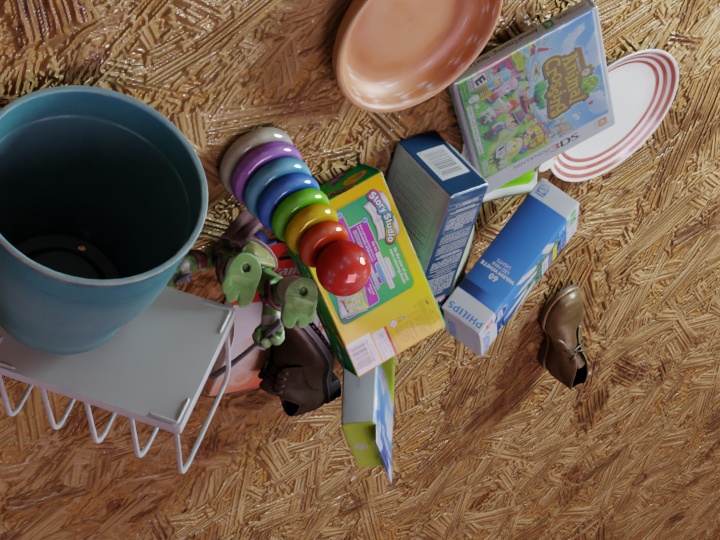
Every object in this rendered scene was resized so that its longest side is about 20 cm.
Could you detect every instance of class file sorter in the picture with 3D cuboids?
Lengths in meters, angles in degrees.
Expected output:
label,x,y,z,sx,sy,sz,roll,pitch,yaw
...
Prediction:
label,x,y,z,sx,sy,sz,roll,pitch,yaw
file sorter,-0.236,0.094,1.515,0.125,0.199,0.139,93,17,-56

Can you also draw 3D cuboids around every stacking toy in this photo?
label,x,y,z,sx,sy,sz,roll,pitch,yaw
stacking toy,-0.059,-0.050,1.544,0.085,0.200,0.086,-26,146,-19

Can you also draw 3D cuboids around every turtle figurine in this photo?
label,x,y,z,sx,sy,sz,roll,pitch,yaw
turtle figurine,-0.133,0.039,1.584,0.200,0.194,0.144,-37,106,-16

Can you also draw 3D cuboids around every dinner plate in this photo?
label,x,y,z,sx,sy,sz,roll,pitch,yaw
dinner plate,0.304,-0.192,1.905,0.200,0.024,0.201,-27,148,-19

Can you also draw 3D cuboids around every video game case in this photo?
label,x,y,z,sx,sy,sz,roll,pitch,yaw
video game case,0.195,-0.190,1.749,0.181,0.022,0.200,-29,142,-5

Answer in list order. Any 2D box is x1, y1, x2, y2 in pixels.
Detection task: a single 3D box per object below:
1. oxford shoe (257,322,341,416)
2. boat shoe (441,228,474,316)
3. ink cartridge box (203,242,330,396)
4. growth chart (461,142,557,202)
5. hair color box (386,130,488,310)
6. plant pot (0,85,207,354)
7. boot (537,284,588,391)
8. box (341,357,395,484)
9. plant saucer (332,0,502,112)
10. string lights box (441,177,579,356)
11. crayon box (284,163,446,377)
label,x,y,z,sx,sy,sz,roll,pitch,yaw
oxford shoe,-0.076,0.106,1.768,0.084,0.073,0.200,-32,142,-16
boat shoe,0.099,-0.003,1.877,0.202,0.063,0.074,94,19,-58
ink cartridge box,-0.086,0.052,1.792,0.162,0.050,0.200,-7,140,-41
growth chart,0.174,-0.152,1.810,0.144,0.018,0.201,-19,140,-17
hair color box,0.069,-0.048,1.774,0.060,0.100,0.201,-19,144,-34
plant pot,-0.253,-0.027,1.386,0.199,0.201,0.188,-19,157,-29
boot,0.301,0.096,2.222,0.073,0.076,0.200,-27,146,-15
box,0.011,0.141,1.873,0.047,0.201,0.122,-4,148,10
plant saucer,0.053,-0.247,1.564,0.199,0.037,0.201,-26,146,-19
string lights box,0.179,-0.003,1.867,0.200,0.059,0.103,-52,165,-10
crayon box,0.000,0.000,1.705,0.118,0.058,0.201,-29,110,-15
